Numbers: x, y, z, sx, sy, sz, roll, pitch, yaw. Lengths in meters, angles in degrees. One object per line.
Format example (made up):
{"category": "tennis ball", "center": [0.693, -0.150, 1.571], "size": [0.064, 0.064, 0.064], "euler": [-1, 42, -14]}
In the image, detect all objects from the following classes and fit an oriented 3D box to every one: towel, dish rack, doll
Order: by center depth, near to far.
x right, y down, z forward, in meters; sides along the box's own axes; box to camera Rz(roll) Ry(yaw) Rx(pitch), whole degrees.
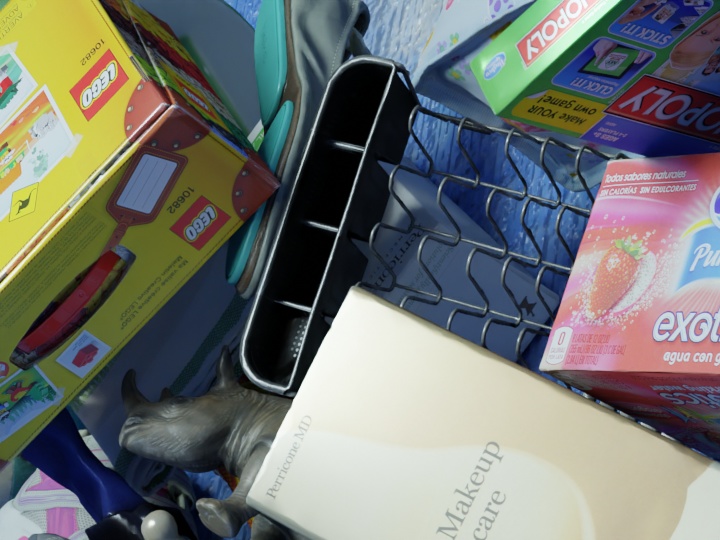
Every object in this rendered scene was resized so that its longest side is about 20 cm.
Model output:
{"category": "dish rack", "center": [0.062, 0.003, 1.240], "size": [0.199, 0.055, 0.154], "euler": [15, 83, 23]}
{"category": "doll", "center": [-0.097, 0.133, 1.329], "size": [0.048, 0.137, 0.200], "euler": [-37, 68, -13]}
{"category": "towel", "center": [-0.126, -0.010, 1.392], "size": [0.200, 0.031, 0.149], "euler": [50, 119, 25]}

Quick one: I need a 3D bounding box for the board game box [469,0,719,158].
{"category": "board game box", "center": [0.154, -0.094, 1.131], "size": [0.135, 0.200, 0.029], "euler": [-43, 57, 29]}

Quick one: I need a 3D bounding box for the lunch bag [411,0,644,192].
{"category": "lunch bag", "center": [0.135, -0.147, 1.261], "size": [0.200, 0.127, 0.170], "euler": [-32, 32, 55]}

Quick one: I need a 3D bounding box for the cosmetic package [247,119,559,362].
{"category": "cosmetic package", "center": [0.000, 0.000, 1.395], "size": [0.108, 0.085, 0.200], "euler": [-54, 30, 5]}

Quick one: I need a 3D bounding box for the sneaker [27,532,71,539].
{"category": "sneaker", "center": [-0.142, 0.215, 1.393], "size": [0.081, 0.073, 0.201], "euler": [-101, 15, -58]}

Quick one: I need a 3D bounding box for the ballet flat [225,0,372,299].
{"category": "ballet flat", "center": [-0.020, -0.062, 1.336], "size": [0.201, 0.063, 0.068], "euler": [-86, 18, -44]}

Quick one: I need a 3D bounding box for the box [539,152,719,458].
{"category": "box", "center": [0.176, 0.016, 1.102], "size": [0.200, 0.102, 0.095], "euler": [-2, 64, 57]}

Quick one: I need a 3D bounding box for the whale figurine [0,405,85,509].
{"category": "whale figurine", "center": [-0.209, 0.039, 1.610], "size": [0.159, 0.103, 0.201], "euler": [17, 114, 59]}

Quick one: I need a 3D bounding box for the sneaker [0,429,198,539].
{"category": "sneaker", "center": [-0.124, 0.128, 1.480], "size": [0.200, 0.081, 0.088], "euler": [19, 78, 55]}

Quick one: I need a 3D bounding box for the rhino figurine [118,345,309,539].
{"category": "rhino figurine", "center": [-0.030, 0.097, 1.265], "size": [0.200, 0.060, 0.087], "euler": [33, 55, 26]}

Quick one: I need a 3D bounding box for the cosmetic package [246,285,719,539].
{"category": "cosmetic package", "center": [0.066, 0.094, 1.141], "size": [0.199, 0.071, 0.106], "euler": [24, 87, 28]}

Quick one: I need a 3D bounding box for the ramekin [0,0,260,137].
{"category": "ramekin", "center": [-0.122, -0.059, 1.524], "size": [0.097, 0.200, 0.201], "euler": [-9, 58, 44]}

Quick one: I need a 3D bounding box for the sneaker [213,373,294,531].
{"category": "sneaker", "center": [-0.036, 0.083, 1.376], "size": [0.073, 0.077, 0.200], "euler": [-32, 37, -5]}

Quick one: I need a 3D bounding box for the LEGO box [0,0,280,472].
{"category": "LEGO box", "center": [-0.153, -0.024, 1.303], "size": [0.200, 0.077, 0.149], "euler": [-45, 42, 9]}
